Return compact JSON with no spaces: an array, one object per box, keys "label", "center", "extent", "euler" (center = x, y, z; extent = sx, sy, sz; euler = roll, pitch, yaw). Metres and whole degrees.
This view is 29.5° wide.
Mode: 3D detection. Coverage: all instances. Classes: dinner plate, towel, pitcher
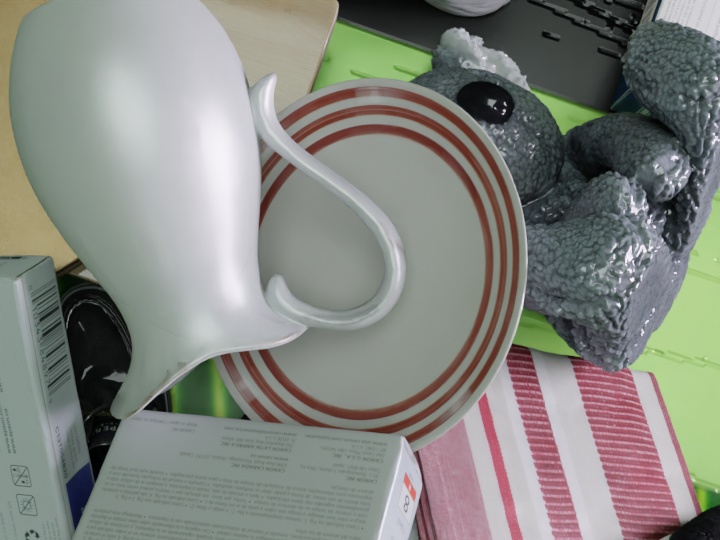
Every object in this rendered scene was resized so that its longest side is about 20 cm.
[{"label":"dinner plate","center":[0.000,0.000,0.722],"extent":[0.198,0.024,0.204],"euler":[-3,83,29]},{"label":"towel","center":[0.105,0.105,0.756],"extent":[0.198,0.023,0.146],"euler":[12,50,-30]},{"label":"pitcher","center":[-0.078,-0.048,0.690],"extent":[0.169,0.121,0.203],"euler":[-18,94,3]}]

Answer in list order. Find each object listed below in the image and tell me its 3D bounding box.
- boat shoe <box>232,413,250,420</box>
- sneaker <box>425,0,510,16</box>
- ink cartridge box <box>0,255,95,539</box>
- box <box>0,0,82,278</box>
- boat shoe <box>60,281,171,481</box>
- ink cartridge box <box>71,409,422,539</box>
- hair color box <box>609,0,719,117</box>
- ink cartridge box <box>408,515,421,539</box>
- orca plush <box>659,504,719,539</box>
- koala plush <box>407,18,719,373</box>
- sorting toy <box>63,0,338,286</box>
[{"label":"boat shoe","center":[-0.072,0.119,0.760],"extent":[0.071,0.072,0.203],"euler":[20,67,-12]},{"label":"sneaker","center":[0.004,-0.204,0.822],"extent":[0.197,0.080,0.072],"euler":[6,86,-1]},{"label":"ink cartridge box","center":[-0.242,0.091,0.749],"extent":[0.197,0.041,0.203],"euler":[0,109,20]},{"label":"box","center":[-0.193,-0.097,0.759],"extent":[0.162,0.021,0.202],"euler":[-30,87,-5]},{"label":"boat shoe","center":[-0.143,0.105,0.789],"extent":[0.069,0.066,0.203],"euler":[-7,85,-4]},{"label":"ink cartridge box","center":[-0.069,0.165,0.645],"extent":[0.160,0.050,0.202],"euler":[3,55,22]},{"label":"hair color box","center":[0.264,-0.113,0.836],"extent":[0.197,0.061,0.101],"euler":[21,84,0]},{"label":"ink cartridge box","center":[0.043,0.233,0.739],"extent":[0.199,0.148,0.086],"euler":[40,56,1]},{"label":"orca plush","center":[0.189,0.176,0.702],"extent":[0.198,0.071,0.106],"euler":[-19,83,-38]},{"label":"koala plush","center":[0.094,-0.051,0.788],"extent":[0.198,0.184,0.179],"euler":[25,71,19]},{"label":"sorting toy","center":[-0.136,-0.091,0.808],"extent":[0.197,0.070,0.201],"euler":[19,84,-1]}]
